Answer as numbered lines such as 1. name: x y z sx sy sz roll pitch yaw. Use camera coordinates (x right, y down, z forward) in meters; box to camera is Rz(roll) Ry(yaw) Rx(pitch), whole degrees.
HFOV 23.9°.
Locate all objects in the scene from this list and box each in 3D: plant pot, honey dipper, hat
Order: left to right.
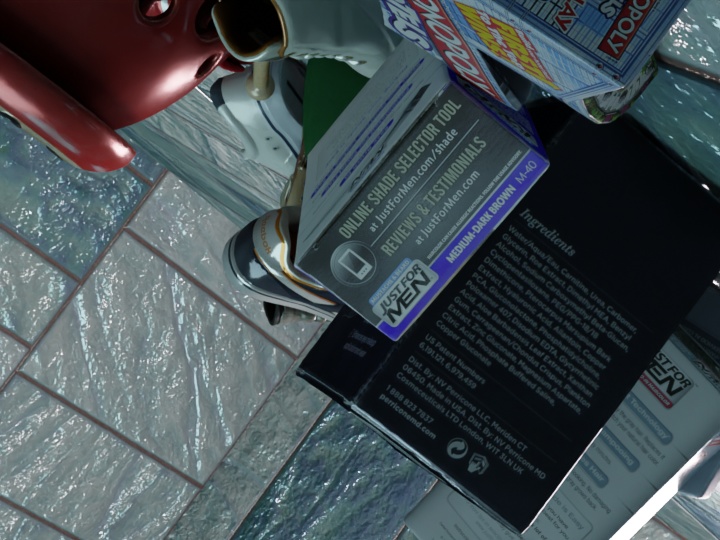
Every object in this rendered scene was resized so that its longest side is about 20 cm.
1. plant pot: -0.166 -0.172 0.998 0.200 0.183 0.200 37 178 2
2. honey dipper: -0.070 -0.154 1.186 0.038 0.038 0.200 36 168 1
3. hat: -0.019 -0.050 1.119 0.166 0.176 0.200 39 175 -33

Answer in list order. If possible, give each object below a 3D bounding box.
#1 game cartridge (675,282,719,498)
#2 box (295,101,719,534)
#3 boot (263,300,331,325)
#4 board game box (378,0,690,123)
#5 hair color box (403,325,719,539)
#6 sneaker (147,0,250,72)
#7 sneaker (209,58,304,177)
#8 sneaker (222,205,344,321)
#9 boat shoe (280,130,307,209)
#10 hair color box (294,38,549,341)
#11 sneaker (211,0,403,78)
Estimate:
1. game cartridge: 0.158 0.047 1.060 0.200 0.133 0.042 35 -163 24
2. box: 0.080 0.019 0.931 0.117 0.200 0.197 38 176 -9
3. boot: -0.013 -0.016 1.454 0.131 0.068 0.200 12 -145 -3
4. board game box: 0.047 -0.119 0.663 0.200 0.062 0.200 35 175 25
5. hair color box: 0.131 0.117 1.018 0.099 0.200 0.061 48 -162 21
6. sneaker: -0.121 -0.171 1.308 0.116 0.078 0.200 36 177 17
7. sneaker: -0.061 -0.110 1.405 0.071 0.073 0.200 -6 147 20
8. sneaker: 0.000 0.000 1.296 0.200 0.079 0.079 10 153 -32
9. boat shoe: -0.022 -0.062 1.331 0.076 0.072 0.200 14 149 -3
10. hair color box: 0.026 -0.054 0.829 0.065 0.109 0.200 38 -166 -10
11. sneaker: -0.038 -0.142 0.934 0.073 0.085 0.200 32 175 30
